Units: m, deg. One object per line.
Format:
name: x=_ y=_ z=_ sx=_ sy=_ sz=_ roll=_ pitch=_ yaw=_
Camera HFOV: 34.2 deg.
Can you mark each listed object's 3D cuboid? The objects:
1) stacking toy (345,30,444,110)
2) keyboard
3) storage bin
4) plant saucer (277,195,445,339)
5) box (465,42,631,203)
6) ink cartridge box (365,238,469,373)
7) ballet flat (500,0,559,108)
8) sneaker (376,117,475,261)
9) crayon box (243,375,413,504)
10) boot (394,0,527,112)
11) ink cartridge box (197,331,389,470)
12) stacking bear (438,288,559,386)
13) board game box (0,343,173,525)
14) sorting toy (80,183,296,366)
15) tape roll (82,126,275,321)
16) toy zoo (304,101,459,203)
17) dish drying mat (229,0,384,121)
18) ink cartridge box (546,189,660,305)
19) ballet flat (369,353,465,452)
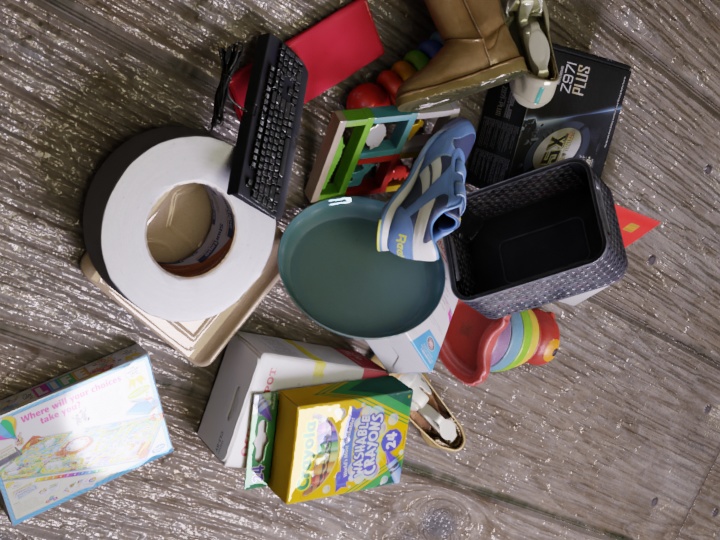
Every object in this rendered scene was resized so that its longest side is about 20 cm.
stacking toy: x=0.071 y=-0.229 z=1.397 sx=0.199 sy=0.085 sz=0.086 roll=-33 pitch=123 yaw=-15
keyboard: x=-0.110 y=-0.166 z=1.247 sx=0.127 sy=0.020 sz=0.202 roll=29 pitch=59 yaw=-39
storage bin: x=0.209 y=-0.036 z=1.422 sx=0.094 sy=0.198 sz=0.137 roll=31 pitch=46 yaw=-58
plant saucer: x=0.000 y=0.000 z=1.358 sx=0.199 sy=0.201 sz=0.028 roll=-21 pitch=152 yaw=-26
box: x=0.244 y=-0.190 z=1.520 sx=0.163 sy=0.086 sz=0.202 roll=7 pitch=104 yaw=-35
ink cartridge box: x=0.067 y=0.015 z=1.459 sx=0.116 sy=0.067 sz=0.201 roll=57 pitch=42 yaw=-35
ballet flat: x=0.200 y=-0.293 z=1.400 sx=0.069 sy=0.069 sz=0.202 roll=5 pitch=65 yaw=-35
sneaker: x=0.094 y=-0.091 z=1.370 sx=0.201 sy=0.082 sz=0.074 roll=-59 pitch=157 yaw=-22
crayon box: x=-0.036 y=0.202 z=1.394 sx=0.198 sy=0.051 sz=0.127 roll=-4 pitch=110 yaw=-33
boot: x=0.087 y=-0.296 z=1.344 sx=0.174 sy=0.066 sz=0.202 roll=-19 pitch=85 yaw=-21
ink cartridge box: x=-0.082 y=0.165 z=1.434 sx=0.199 sy=0.083 sz=0.146 roll=13 pitch=101 yaw=-38
stacking bear: x=0.198 y=0.086 z=1.581 sx=0.199 sy=0.113 sz=0.123 roll=8 pitch=106 yaw=-47
board game box: x=-0.319 y=0.182 z=1.312 sx=0.199 sy=0.034 sz=0.136 roll=-22 pitch=119 yaw=-26
sorting toy: x=-0.192 y=-0.016 z=1.326 sx=0.186 sy=0.036 sz=0.200 roll=-51 pitch=122 yaw=-8
tape roll: x=-0.193 y=-0.050 z=1.255 sx=0.198 sy=0.066 sz=0.203 roll=-8 pitch=108 yaw=-28
toy zoo: x=0.038 y=-0.145 z=1.400 sx=0.198 sy=0.021 sz=0.132 roll=-10 pitch=143 yaw=-31
dish drying mat: x=-0.063 y=-0.235 z=1.339 sx=0.199 sy=0.018 sz=0.077 roll=-35 pitch=123 yaw=-19
ink cartridge box: x=0.282 y=-0.028 z=1.569 sx=0.199 sy=0.045 sz=0.176 roll=16 pitch=142 yaw=-37
ballet flat: x=0.083 y=0.175 z=1.563 sx=0.069 sy=0.063 sz=0.200 roll=-49 pitch=127 yaw=-9
